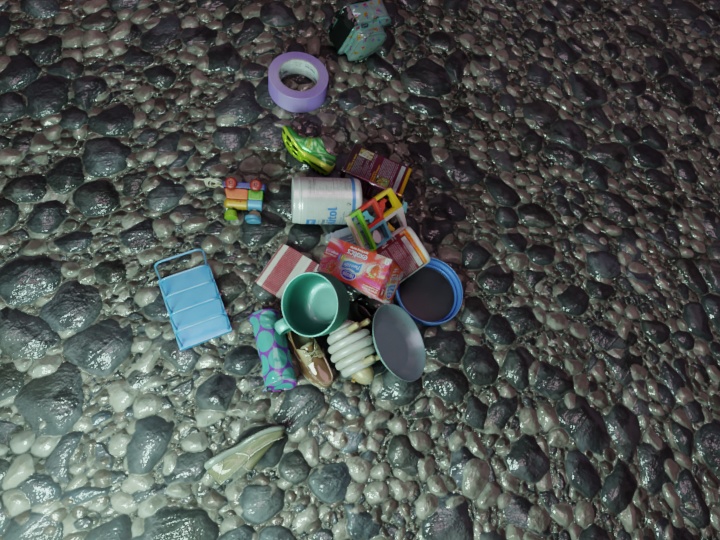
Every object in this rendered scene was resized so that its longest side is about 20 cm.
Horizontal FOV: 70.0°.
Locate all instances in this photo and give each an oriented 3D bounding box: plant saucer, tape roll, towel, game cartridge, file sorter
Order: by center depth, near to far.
[{"bbox_3d":[-0.424,0.070,1.296,0.136,0.123,0.203,-19,70,-18],"label":"file sorter"},{"bbox_3d":[0.088,0.185,1.297,0.199,0.038,0.205,31,45,-36],"label":"plant saucer"},{"bbox_3d":[-0.171,0.030,1.419,0.197,0.023,0.145,31,66,6],"label":"towel"},{"bbox_3d":[0.010,-0.070,1.492,0.196,0.041,0.135,-17,66,-17],"label":"game cartridge"},{"bbox_3d":[-0.205,-0.620,1.692,0.195,0.066,0.205,4,65,-9],"label":"tape roll"}]

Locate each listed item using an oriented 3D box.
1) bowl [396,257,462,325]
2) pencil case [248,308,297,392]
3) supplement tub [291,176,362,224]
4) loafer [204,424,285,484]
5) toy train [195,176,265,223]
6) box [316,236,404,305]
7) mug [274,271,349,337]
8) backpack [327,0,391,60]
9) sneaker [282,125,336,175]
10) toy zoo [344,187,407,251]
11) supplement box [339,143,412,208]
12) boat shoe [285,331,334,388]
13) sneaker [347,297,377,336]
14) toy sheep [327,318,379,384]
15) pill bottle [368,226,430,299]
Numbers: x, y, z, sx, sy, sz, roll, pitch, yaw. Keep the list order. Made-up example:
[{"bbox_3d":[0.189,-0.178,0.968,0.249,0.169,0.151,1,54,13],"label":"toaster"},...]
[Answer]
[{"bbox_3d":[0.192,0.061,1.462,0.195,0.040,0.205,4,65,-9],"label":"bowl"},{"bbox_3d":[-0.223,0.201,1.293,0.084,0.092,0.204,6,58,-44],"label":"pencil case"},{"bbox_3d":[-0.099,-0.200,1.478,0.195,0.133,0.135,-1,65,-10],"label":"supplement tub"},{"bbox_3d":[-0.259,0.426,1.196,0.197,0.075,0.071,-26,83,-16],"label":"loafer"},{"bbox_3d":[-0.371,-0.197,1.460,0.195,0.085,0.119,3,78,-9],"label":"toy train"},{"bbox_3d":[0.000,0.000,1.313,0.197,0.095,0.101,23,85,31],"label":"box"},{"bbox_3d":[-0.116,0.081,1.265,0.181,0.114,0.156,0,89,21],"label":"mug"},{"bbox_3d":[0.011,-0.835,1.775,0.199,0.175,0.155,-37,93,-24],"label":"backpack"},{"bbox_3d":[-0.159,-0.377,1.585,0.199,0.074,0.084,39,66,-2],"label":"sneaker"},{"bbox_3d":[0.058,-0.143,1.464,0.199,0.020,0.133,-37,113,-24],"label":"toy zoo"},{"bbox_3d":[0.044,-0.284,1.569,0.196,0.086,0.112,24,63,1],"label":"supplement box"},{"bbox_3d":[-0.135,0.210,1.312,0.075,0.072,0.201,-33,75,-23],"label":"boat shoe"},{"bbox_3d":[0.044,0.151,1.364,0.199,0.091,0.076,39,62,7],"label":"sneaker"},{"bbox_3d":[-0.020,0.194,1.308,0.135,0.138,0.203,-19,75,-18],"label":"toy sheep"},{"bbox_3d":[0.083,-0.018,1.404,0.198,0.114,0.115,-35,73,3],"label":"pill bottle"}]
